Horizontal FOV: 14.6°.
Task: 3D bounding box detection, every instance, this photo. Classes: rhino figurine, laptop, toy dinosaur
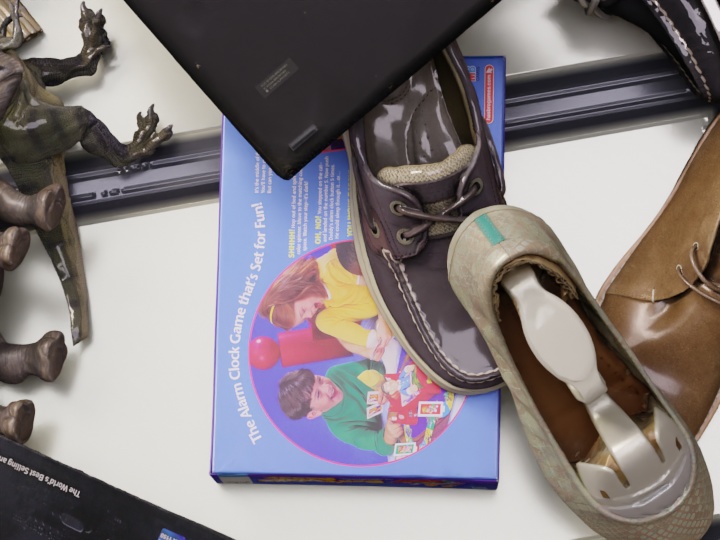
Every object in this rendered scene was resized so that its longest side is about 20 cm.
[{"bbox_3d":[-0.184,-0.024,1.288,0.087,0.060,0.201,10,110,22],"label":"rhino figurine"},{"bbox_3d":[-0.026,-0.184,1.255,0.187,0.116,0.200,-40,100,11],"label":"laptop"},{"bbox_3d":[-0.144,-0.074,1.332,0.088,0.047,0.200,-30,104,-25],"label":"toy dinosaur"}]

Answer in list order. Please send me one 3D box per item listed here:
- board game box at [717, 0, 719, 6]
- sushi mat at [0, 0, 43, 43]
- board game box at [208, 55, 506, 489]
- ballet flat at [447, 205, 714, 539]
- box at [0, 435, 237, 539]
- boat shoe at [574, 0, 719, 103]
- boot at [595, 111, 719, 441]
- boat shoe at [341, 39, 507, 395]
[{"bbox_3d":[0.172,-0.223,1.294,0.057,0.165,0.201,-14,81,-1],"label":"board game box"},{"bbox_3d":[-0.252,-0.166,1.373,0.096,0.012,0.200,-38,81,-4],"label":"sushi mat"},{"bbox_3d":[0.000,0.000,1.320,0.134,0.045,0.201,2,80,2],"label":"board game box"},{"bbox_3d":[0.100,0.060,1.243,0.067,0.062,0.200,-37,112,-1],"label":"ballet flat"},{"bbox_3d":[-0.173,0.156,1.240,0.200,0.086,0.164,27,81,-20],"label":"box"},{"bbox_3d":[0.113,-0.156,1.330,0.060,0.074,0.200,-30,78,-4],"label":"boat shoe"},{"bbox_3d":[0.155,0.005,1.301,0.073,0.075,0.200,24,85,0],"label":"boot"},{"bbox_3d":[0.029,-0.041,1.265,0.072,0.065,0.201,-14,88,-4],"label":"boat shoe"}]
